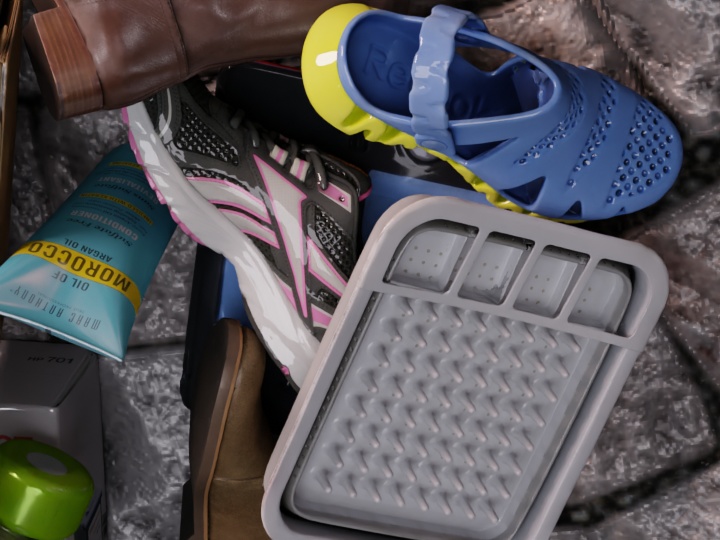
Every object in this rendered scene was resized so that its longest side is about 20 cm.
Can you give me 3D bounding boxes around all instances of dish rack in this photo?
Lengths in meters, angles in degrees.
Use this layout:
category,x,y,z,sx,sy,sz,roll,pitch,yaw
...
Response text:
category,x,y,z,sx,sy,sz,roll,pitch,yaw
dish rack,0.045,0.054,1.395,0.171,0.044,0.201,12,112,-31

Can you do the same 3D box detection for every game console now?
category,x,y,z,sx,sy,sz,roll,pitch,yaw
game console,0.000,0.000,1.448,0.176,0.031,0.201,11,112,6

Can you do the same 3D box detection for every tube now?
category,x,y,z,sx,sy,sz,roll,pitch,yaw
tube,-0.130,-0.007,1.379,0.077,0.200,0.051,17,114,3

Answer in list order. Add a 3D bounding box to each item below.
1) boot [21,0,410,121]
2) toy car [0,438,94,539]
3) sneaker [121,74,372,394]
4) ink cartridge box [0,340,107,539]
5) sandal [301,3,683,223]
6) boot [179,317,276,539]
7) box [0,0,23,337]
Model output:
category,x,y,z,sx,sy,sz,roll,pitch,yaw
boot,-0.077,-0.180,1.353,0.199,0.064,0.188,-16,96,-17
toy car,-0.264,0.131,1.426,0.200,0.157,0.165,35,109,29
sneaker,-0.040,-0.038,1.403,0.086,0.080,0.200,-32,106,12
ink cartridge box,-0.215,0.145,1.516,0.145,0.086,0.201,3,112,10
sandal,0.073,-0.075,1.343,0.199,0.087,0.080,15,78,-26
boot,-0.055,0.101,1.464,0.075,0.074,0.201,5,134,-2
box,-0.185,-0.035,1.401,0.021,0.164,0.201,4,112,-5
